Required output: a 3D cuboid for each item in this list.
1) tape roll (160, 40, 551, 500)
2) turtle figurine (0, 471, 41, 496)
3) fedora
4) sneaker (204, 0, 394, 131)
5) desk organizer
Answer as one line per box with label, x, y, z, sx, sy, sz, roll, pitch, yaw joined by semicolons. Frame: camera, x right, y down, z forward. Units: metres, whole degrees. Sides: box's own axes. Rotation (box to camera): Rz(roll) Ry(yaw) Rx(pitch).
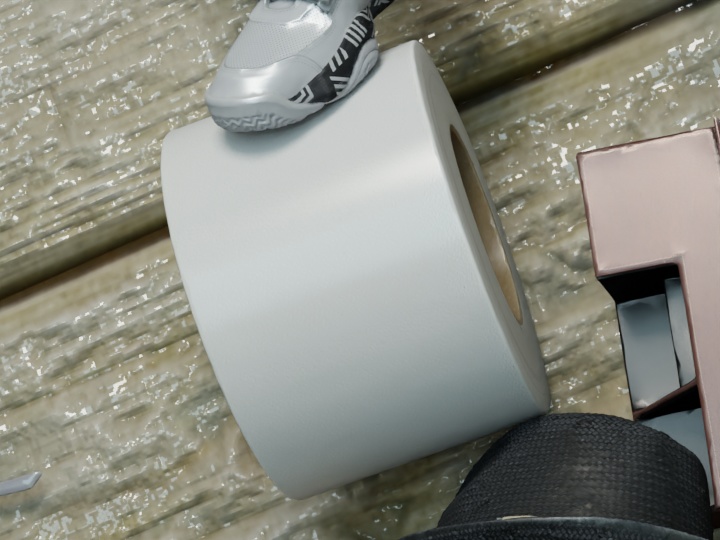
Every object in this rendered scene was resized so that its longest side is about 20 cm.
tape roll;0.000;0.000;1.242;0.139;0.203;0.204;-21;73;8
turtle figurine;-0.322;0.110;1.325;0.200;0.144;0.194;40;92;22
fedora;0.106;0.130;1.209;0.200;0.201;0.092;3;60;14
sneaker;-0.024;-0.163;1.197;0.075;0.115;0.200;7;45;45
desk organizer;0.168;0.033;1.263;0.077;0.072;0.201;-11;75;13
